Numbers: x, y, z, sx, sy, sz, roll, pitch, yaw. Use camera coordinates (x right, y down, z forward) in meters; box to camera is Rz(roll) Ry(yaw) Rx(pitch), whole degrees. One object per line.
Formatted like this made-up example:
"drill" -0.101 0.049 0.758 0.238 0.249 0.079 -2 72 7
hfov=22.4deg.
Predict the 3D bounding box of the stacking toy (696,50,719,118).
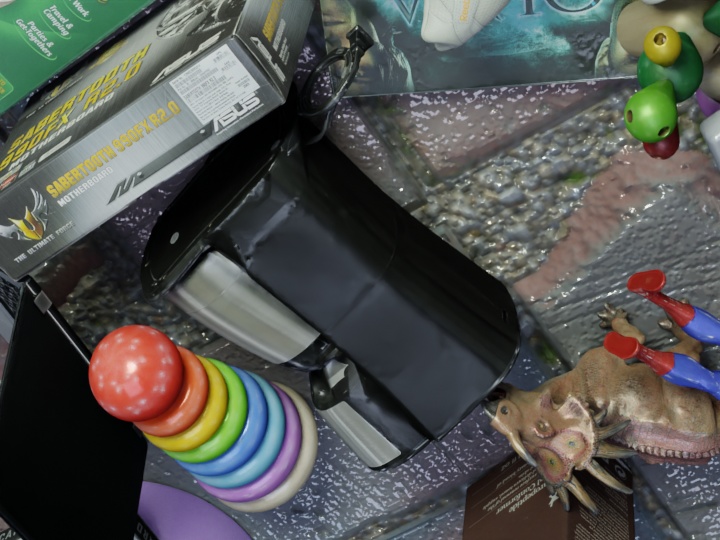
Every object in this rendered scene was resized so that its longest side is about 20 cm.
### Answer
"stacking toy" 0.249 -0.053 1.071 0.084 0.086 0.201 -10 127 12

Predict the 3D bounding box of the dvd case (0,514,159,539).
"dvd case" -0.209 0.238 1.246 0.199 0.025 0.151 -27 115 20

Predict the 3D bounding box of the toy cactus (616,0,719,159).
"toy cactus" 0.199 -0.127 0.952 0.102 0.165 0.200 45 75 -21

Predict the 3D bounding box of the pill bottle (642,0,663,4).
"pill bottle" 0.121 -0.241 0.924 0.114 0.115 0.200 -35 103 24

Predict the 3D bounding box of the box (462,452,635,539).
"box" 0.117 0.195 1.157 0.075 0.201 0.100 41 117 -19

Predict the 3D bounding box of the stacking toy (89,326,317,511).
"stacking toy" -0.100 0.087 1.116 0.085 0.086 0.200 -18 155 16

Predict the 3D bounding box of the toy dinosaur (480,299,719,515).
"toy dinosaur" 0.175 0.091 1.126 0.198 0.136 0.087 -1 122 6

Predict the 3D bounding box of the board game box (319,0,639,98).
"board game box" 0.074 -0.169 1.039 0.198 0.028 0.136 -3 120 8

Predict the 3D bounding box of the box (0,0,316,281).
"box" -0.121 -0.097 1.028 0.199 0.159 0.048 -31 114 22

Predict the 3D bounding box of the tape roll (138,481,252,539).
"tape roll" -0.163 0.248 1.300 0.198 0.066 0.202 2 121 4

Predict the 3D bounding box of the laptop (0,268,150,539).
"laptop" -0.210 0.086 1.085 0.199 0.116 0.188 28 159 33

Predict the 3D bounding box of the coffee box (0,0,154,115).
"coffee box" -0.206 -0.170 1.059 0.199 0.044 0.123 -33 113 23

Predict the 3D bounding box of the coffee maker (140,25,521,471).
"coffee maker" 0.000 0.000 1.074 0.199 0.135 0.192 38 132 -21

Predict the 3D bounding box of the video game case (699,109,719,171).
"video game case" 0.304 -0.072 1.019 0.199 0.022 0.183 -33 131 4

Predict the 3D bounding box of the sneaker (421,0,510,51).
"sneaker" 0.003 -0.200 0.969 0.200 0.076 0.092 43 102 4

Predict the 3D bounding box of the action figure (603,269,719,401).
"action figure" 0.249 0.069 1.065 0.199 0.099 0.066 27 83 -26
